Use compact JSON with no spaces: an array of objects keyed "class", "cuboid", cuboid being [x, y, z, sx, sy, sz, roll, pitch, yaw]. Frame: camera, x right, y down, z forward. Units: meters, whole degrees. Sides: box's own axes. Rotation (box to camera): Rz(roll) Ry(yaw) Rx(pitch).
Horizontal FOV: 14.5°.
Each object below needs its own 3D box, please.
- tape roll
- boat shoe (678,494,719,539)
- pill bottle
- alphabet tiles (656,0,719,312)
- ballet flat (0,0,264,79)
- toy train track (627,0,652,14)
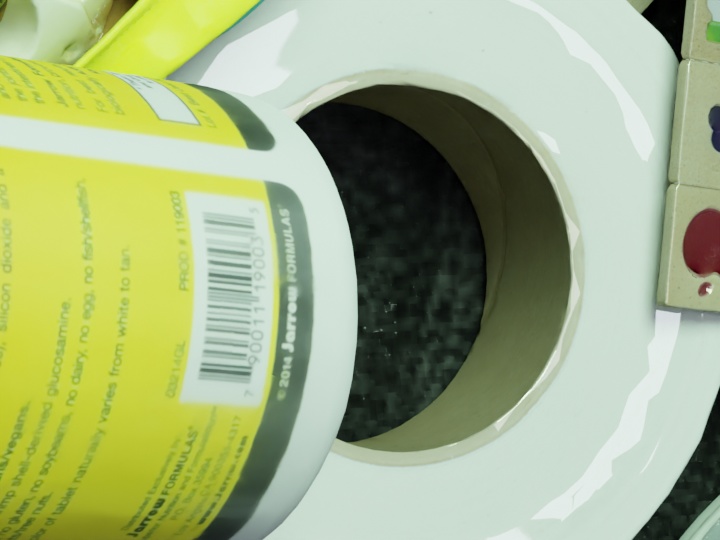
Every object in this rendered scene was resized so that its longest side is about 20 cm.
[{"class":"tape roll","cuboid":[0.000,0.000,0.785,0.201,0.071,0.204,0,89,-18]},{"class":"boat shoe","cuboid":[0.179,0.076,0.843,0.201,0.065,0.075,-20,94,-15]},{"class":"pill bottle","cuboid":[-0.109,0.006,0.611,0.199,0.112,0.113,7,86,-36]},{"class":"alphabet tiles","cuboid":[0.173,-0.063,0.819,0.199,0.008,0.168,7,88,-32]},{"class":"ballet flat","cuboid":[-0.072,-0.071,0.699,0.200,0.067,0.067,-48,147,-4]},{"class":"toy train track","cuboid":[0.131,-0.155,0.856,0.115,0.033,0.200,44,82,-19]}]
